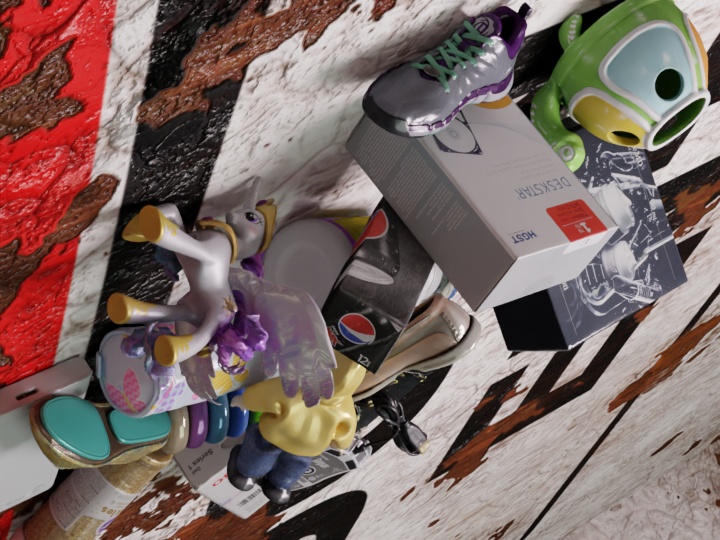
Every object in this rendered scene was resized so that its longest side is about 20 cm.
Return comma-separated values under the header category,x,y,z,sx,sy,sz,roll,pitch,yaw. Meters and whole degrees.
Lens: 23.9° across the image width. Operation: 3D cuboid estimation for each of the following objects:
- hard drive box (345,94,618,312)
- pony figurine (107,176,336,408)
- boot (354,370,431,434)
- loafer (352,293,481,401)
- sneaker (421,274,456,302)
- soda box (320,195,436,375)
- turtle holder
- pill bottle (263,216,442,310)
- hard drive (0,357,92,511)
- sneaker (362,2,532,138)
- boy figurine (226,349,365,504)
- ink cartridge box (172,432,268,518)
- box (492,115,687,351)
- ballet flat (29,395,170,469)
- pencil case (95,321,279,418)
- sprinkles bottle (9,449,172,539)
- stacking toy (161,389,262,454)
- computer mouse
category,x,y,z,sx,sy,sz,roll,pitch,yaw
hard drive box,0.109,-0.074,1.523,0.155,0.200,0.077,-17,152,-46
pony figurine,-0.119,0.025,1.401,0.165,0.195,0.199,-3,-175,31
boot,0.015,0.117,1.765,0.154,0.074,0.204,-44,175,8
loafer,0.022,0.068,1.606,0.199,0.063,0.072,-22,-148,36
sneaker,0.062,-0.003,1.790,0.085,0.077,0.200,-27,158,-16
soda box,0.024,-0.003,1.498,0.063,0.070,0.200,-56,-175,37
turtle holder,0.252,-0.182,1.637,0.185,0.132,0.141,-27,158,-29
pill bottle,0.000,0.000,1.640,0.104,0.105,0.199,-47,159,25
hard drive,-0.323,0.164,1.556,0.131,0.026,0.201,-24,155,-35
sneaker,0.075,-0.180,1.448,0.200,0.074,0.088,-32,152,-50
boy figurine,-0.059,0.132,1.594,0.123,0.065,0.201,20,126,-17
ink cartridge box,-0.119,0.184,1.865,0.144,0.084,0.200,-38,160,-1
box,0.214,-0.044,1.748,0.181,0.202,0.104,-27,-168,-31
ballet flat,-0.247,0.151,1.535,0.071,0.071,0.200,-44,160,18
pencil case,-0.150,0.075,1.576,0.199,0.090,0.084,-16,129,-49
sprinkles bottle,-0.276,0.233,1.727,0.200,0.068,0.068,-46,159,20
stacking toy,-0.105,0.125,1.679,0.198,0.086,0.086,-8,149,-21
computer mouse,-0.030,0.178,1.758,0.199,0.044,0.110,-19,144,22
